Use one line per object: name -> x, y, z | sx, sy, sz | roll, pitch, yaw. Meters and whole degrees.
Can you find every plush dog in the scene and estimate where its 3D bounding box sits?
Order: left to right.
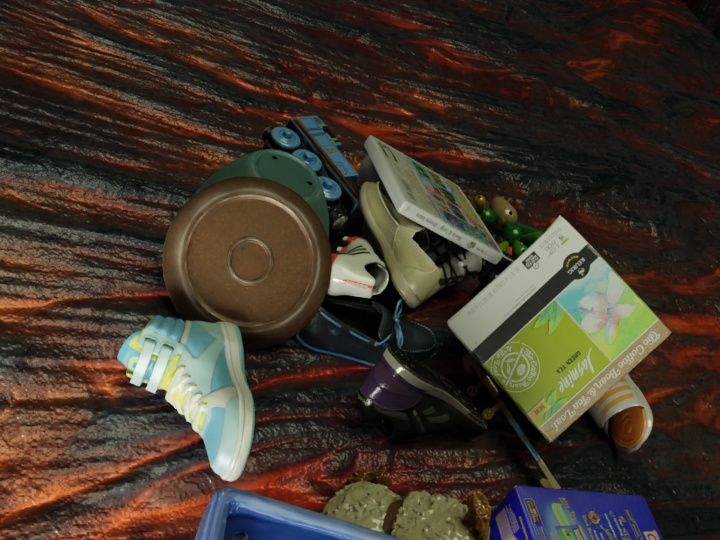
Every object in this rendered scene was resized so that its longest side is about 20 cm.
plush dog -> 0.037, 0.267, 0.829 | 0.169, 0.162, 0.201 | 9, 32, 12

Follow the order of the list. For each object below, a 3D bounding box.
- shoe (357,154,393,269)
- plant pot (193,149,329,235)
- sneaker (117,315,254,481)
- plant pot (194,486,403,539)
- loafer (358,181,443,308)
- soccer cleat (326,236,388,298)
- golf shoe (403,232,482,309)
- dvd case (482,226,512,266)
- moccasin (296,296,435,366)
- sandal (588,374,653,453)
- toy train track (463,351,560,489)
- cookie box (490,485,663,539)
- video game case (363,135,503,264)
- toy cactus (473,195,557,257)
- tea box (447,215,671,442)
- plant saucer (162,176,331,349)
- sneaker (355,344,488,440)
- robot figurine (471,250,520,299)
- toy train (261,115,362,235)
shoe -> 0.052, -0.077, 1.272 | 0.090, 0.071, 0.202 | 25, 46, -41
plant pot -> -0.119, -0.073, 1.088 | 0.198, 0.135, 0.202 | 20, 38, -16
sneaker -> -0.181, 0.125, 0.866 | 0.129, 0.080, 0.201 | 14, 31, -26
plant pot -> -0.064, 0.315, 0.647 | 0.198, 0.181, 0.201 | 22, 38, -14
loafer -> 0.056, -0.043, 1.148 | 0.076, 0.068, 0.202 | 56, 10, -60
soccer cleat -> 0.000, 0.000, 1.111 | 0.084, 0.070, 0.200 | 17, 11, 10
golf shoe -> 0.121, -0.011, 1.217 | 0.200, 0.093, 0.079 | -45, 123, -51
dvd case -> 0.284, -0.002, 1.403 | 0.199, 0.022, 0.146 | 34, 36, 3
moccasin -> 0.017, 0.077, 1.072 | 0.198, 0.069, 0.081 | 7, 43, -30
sandal -> 0.346, 0.172, 1.211 | 0.058, 0.080, 0.208 | 17, 30, -17
toy train track -> 0.181, 0.195, 1.075 | 0.201, 0.032, 0.115 | 57, 1, 20
cookie box -> 0.258, 0.338, 0.948 | 0.198, 0.076, 0.172 | 12, 41, -26
video game case -> 0.101, -0.103, 1.216 | 0.181, 0.024, 0.201 | 26, 24, -29
toy cactus -> 0.239, -0.075, 1.373 | 0.197, 0.103, 0.166 | 11, 30, -12
tea box -> 0.249, 0.075, 1.095 | 0.197, 0.200, 0.134 | 47, 5, 11
plant saucer -> -0.128, -0.011, 0.984 | 0.198, 0.202, 0.034 | 27, -8, -7
sneaker -> 0.069, 0.165, 1.022 | 0.199, 0.088, 0.076 | 36, 8, -38
robot figurine -> 0.263, 0.053, 1.234 | 0.198, 0.152, 0.125 | 29, -1, -4
toy train -> -0.063, -0.140, 1.242 | 0.113, 0.087, 0.201 | -16, 58, -42
